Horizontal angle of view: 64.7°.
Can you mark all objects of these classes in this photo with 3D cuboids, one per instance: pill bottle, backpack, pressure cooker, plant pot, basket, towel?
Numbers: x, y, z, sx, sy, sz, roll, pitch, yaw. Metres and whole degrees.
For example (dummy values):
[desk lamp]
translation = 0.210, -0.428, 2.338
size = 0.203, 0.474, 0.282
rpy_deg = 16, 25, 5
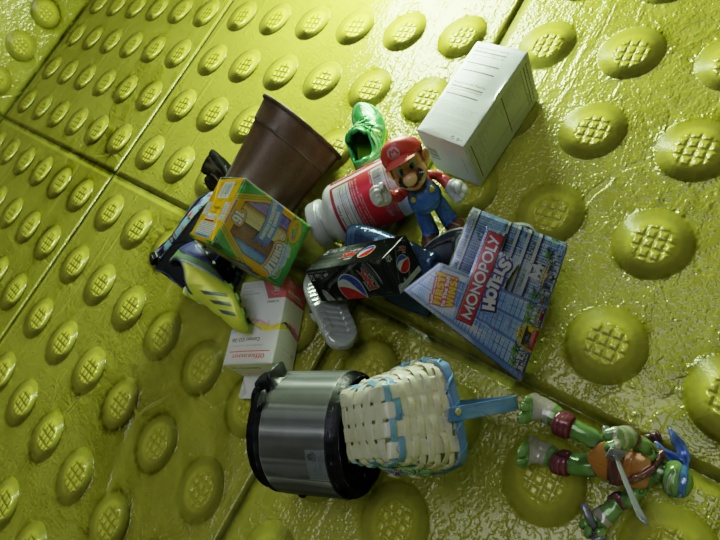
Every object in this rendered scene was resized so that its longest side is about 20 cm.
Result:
[pill bottle]
translation = 0.001, -0.121, 1.036
size = 0.195, 0.112, 0.115
rpy_deg = -24, 54, 18
[backpack]
translation = -0.306, -0.049, 1.167
size = 0.179, 0.134, 0.204
rpy_deg = 23, 78, 38
[pressure cooker]
translation = -0.077, 0.236, 0.841
size = 0.193, 0.178, 0.182
rpy_deg = -7, 63, 26
[plant pot]
translation = -0.169, -0.207, 1.150
size = 0.199, 0.199, 0.201
rpy_deg = 38, 94, 39
[basket]
translation = 0.081, 0.187, 0.734
size = 0.176, 0.194, 0.144
rpy_deg = -32, 68, 59
[towel]
translation = 0.053, -0.005, 0.948
size = 0.048, 0.116, 0.197
rpy_deg = -20, 32, -40

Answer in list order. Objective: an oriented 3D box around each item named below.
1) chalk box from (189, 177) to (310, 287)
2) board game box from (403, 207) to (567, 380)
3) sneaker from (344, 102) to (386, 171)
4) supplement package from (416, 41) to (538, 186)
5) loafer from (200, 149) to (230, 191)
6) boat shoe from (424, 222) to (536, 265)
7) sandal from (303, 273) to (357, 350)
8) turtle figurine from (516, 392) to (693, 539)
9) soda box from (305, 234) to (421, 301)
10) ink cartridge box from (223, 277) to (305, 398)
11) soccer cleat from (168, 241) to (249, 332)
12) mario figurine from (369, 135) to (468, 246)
[chalk box]
translation = -0.182, -0.058, 1.022
size = 0.123, 0.198, 0.127
rpy_deg = 13, 71, 54
[board game box]
translation = 0.170, 0.019, 0.812
size = 0.194, 0.062, 0.206
rpy_deg = 21, 89, 12
[sneaker]
translation = 0.011, -0.268, 1.130
size = 0.072, 0.084, 0.206
rpy_deg = -20, 55, 20
[supplement package]
translation = 0.208, -0.275, 0.995
size = 0.108, 0.114, 0.203
rpy_deg = 29, 79, 38
[loafer]
translation = -0.318, -0.205, 1.312
size = 0.072, 0.073, 0.201
rpy_deg = -47, 42, 6
[boat shoe]
translation = 0.180, -0.028, 0.895
size = 0.193, 0.062, 0.078
rpy_deg = -5, 103, 23
[sandal]
translation = -0.058, 0.067, 1.001
size = 0.079, 0.051, 0.206
rpy_deg = -2, 41, -13
[turtle figurine]
translation = 0.261, 0.235, 0.653
size = 0.190, 0.145, 0.202
rpy_deg = 15, 60, 44
[soda box]
translation = 0.000, 0.000, 0.911
size = 0.197, 0.065, 0.071
rpy_deg = -8, 28, 50
[ink cartridge box]
translation = -0.176, 0.124, 1.034
size = 0.113, 0.067, 0.207
rpy_deg = -7, 61, 28
[soccer cleat]
translation = -0.271, 0.039, 1.021
size = 0.083, 0.065, 0.202
rpy_deg = -33, 74, -20
[mario figurine]
translation = 0.094, -0.120, 0.912
size = 0.124, 0.202, 0.105
rpy_deg = -46, 31, -17
